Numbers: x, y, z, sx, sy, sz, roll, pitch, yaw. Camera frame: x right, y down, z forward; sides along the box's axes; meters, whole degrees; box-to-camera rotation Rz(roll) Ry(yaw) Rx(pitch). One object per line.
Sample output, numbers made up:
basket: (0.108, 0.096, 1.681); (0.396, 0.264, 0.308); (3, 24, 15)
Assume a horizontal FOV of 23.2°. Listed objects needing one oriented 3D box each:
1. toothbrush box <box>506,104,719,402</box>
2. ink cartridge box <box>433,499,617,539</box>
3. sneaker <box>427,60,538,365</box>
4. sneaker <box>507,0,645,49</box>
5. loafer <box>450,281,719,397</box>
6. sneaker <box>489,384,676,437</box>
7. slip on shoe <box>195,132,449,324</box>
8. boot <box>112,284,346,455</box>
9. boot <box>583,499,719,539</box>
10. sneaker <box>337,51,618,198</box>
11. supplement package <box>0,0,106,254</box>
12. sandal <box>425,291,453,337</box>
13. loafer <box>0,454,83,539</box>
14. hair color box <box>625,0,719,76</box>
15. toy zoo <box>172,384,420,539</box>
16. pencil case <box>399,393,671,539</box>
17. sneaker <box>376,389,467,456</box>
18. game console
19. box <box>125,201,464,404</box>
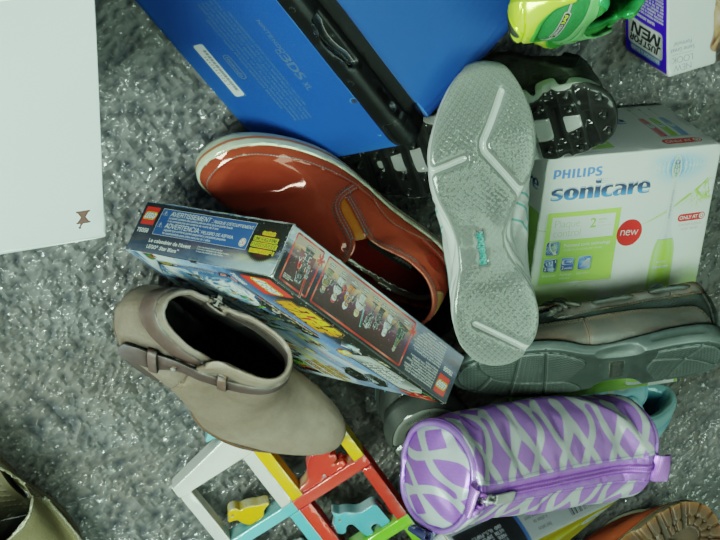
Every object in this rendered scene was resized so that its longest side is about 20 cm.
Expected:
toothbrush box: (0.170, -0.013, 1.302); (0.145, 0.086, 0.200); (-5, 117, -23)
ink cartridge box: (0.075, 0.233, 1.321); (0.198, 0.047, 0.200); (-17, 153, -49)
sneaker: (0.079, -0.042, 1.165); (0.070, 0.080, 0.201); (-3, 107, -1)
sneaker: (0.147, -0.179, 1.145); (0.083, 0.200, 0.074); (0, 104, 16)
loafer: (0.158, 0.047, 1.249); (0.200, 0.063, 0.072); (-4, 147, -7)
sneaker: (0.176, 0.102, 1.361); (0.200, 0.074, 0.082); (8, 123, -52)
slip on shoe: (-0.021, -0.027, 1.168); (0.200, 0.061, 0.074); (32, 126, -20)
boot: (-0.076, 0.070, 1.172); (0.200, 0.146, 0.070); (23, 72, -17)
boot: (0.196, 0.254, 1.453); (0.200, 0.107, 0.075); (-25, 91, -11)
sneaker: (0.077, -0.106, 1.217); (0.200, 0.091, 0.067); (-13, 124, 11)
supplement package: (-0.259, -0.110, 0.967); (0.191, 0.200, 0.147); (-10, 121, -22)
sandal: (0.001, 0.000, 1.251); (0.200, 0.043, 0.076); (20, 107, -33)
loafer: (-0.249, 0.176, 1.211); (0.076, 0.067, 0.200); (-37, 126, -3)
hair color box: (0.244, -0.247, 1.224); (0.109, 0.065, 0.200); (-17, 124, -18)
toy zoo: (-0.047, 0.173, 1.303); (0.131, 0.020, 0.200); (-33, 111, 6)
pencil case: (0.120, 0.132, 1.224); (0.200, 0.085, 0.084); (-7, 105, -39)
sneaker: (0.059, 0.119, 1.319); (0.075, 0.079, 0.200); (-24, 146, 0)
game console: (-0.024, -0.180, 1.122); (0.200, 0.170, 0.118); (49, 48, -36)
box: (-0.040, 0.022, 1.157); (0.200, 0.137, 0.040); (38, 70, -45)
